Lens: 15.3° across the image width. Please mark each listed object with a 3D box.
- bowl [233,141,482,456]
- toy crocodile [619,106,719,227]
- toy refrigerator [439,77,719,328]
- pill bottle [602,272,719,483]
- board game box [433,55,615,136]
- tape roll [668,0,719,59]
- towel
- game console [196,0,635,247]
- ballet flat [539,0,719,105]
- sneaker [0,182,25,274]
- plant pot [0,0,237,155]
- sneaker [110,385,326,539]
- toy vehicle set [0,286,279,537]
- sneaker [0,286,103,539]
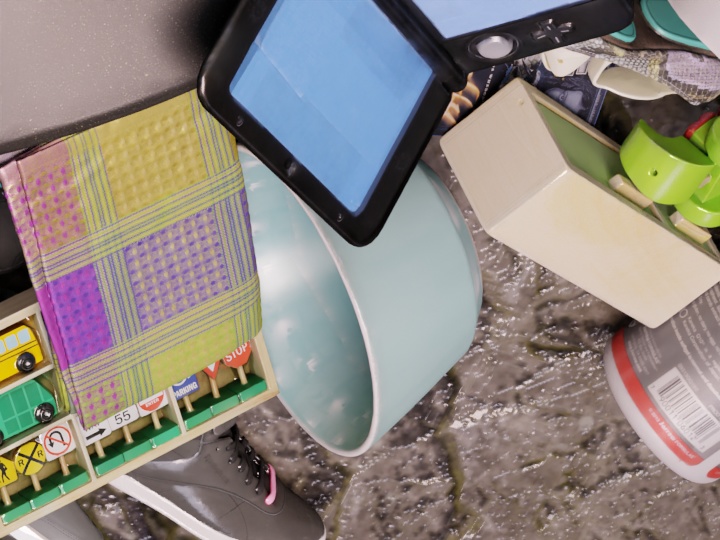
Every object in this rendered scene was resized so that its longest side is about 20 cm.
[{"bbox_3d":[0.000,0.000,1.597,0.105,0.201,0.201,-23,126,-21],"label":"bowl"},{"bbox_3d":[0.240,-0.082,1.626,0.200,0.062,0.068,-23,153,-34],"label":"toy crocodile"},{"bbox_3d":[0.139,-0.039,1.609,0.070,0.076,0.200,-38,144,18],"label":"toy refrigerator"},{"bbox_3d":[0.262,0.036,1.691,0.200,0.116,0.116,-38,122,21],"label":"pill bottle"},{"bbox_3d":[0.102,-0.172,1.557,0.135,0.035,0.200,-1,121,-33],"label":"board game box"},{"bbox_3d":[0.270,-0.139,1.542,0.202,0.202,0.071,27,113,-26],"label":"tape roll"},{"bbox_3d":[-0.128,-0.018,1.541,0.144,0.023,0.200,-28,127,-22],"label":"towel"},{"bbox_3d":[0.034,-0.116,1.390,0.176,0.116,0.200,-14,151,22],"label":"game console"},{"bbox_3d":[0.142,-0.135,1.543,0.200,0.072,0.072,16,119,-38],"label":"ballet flat"},{"bbox_3d":[-0.184,-0.073,1.562,0.075,0.079,0.200,18,118,-22],"label":"sneaker"},{"bbox_3d":[-0.131,-0.195,1.411,0.177,0.200,0.200,-7,117,-7],"label":"plant pot"},{"bbox_3d":[-0.086,0.112,1.704,0.200,0.071,0.099,30,117,-22],"label":"sneaker"},{"bbox_3d":[-0.152,0.059,1.595,0.200,0.027,0.124,-27,114,-24],"label":"toy vehicle set"},{"bbox_3d":[-0.200,0.083,1.636,0.121,0.084,0.200,-41,96,13],"label":"sneaker"}]
